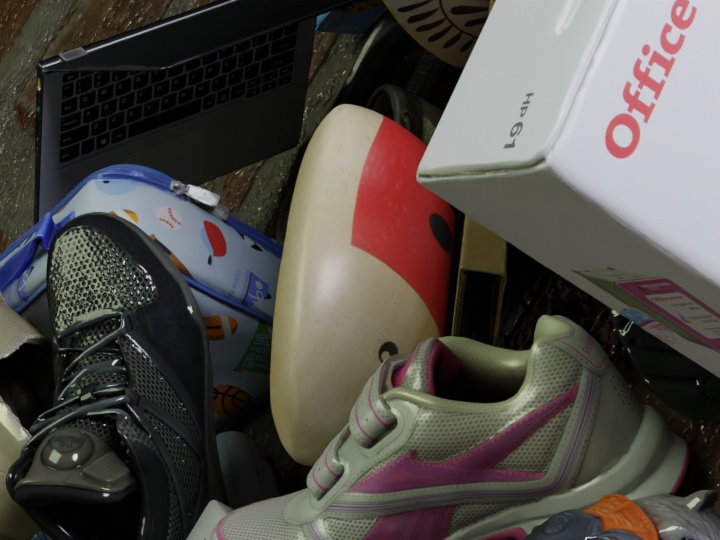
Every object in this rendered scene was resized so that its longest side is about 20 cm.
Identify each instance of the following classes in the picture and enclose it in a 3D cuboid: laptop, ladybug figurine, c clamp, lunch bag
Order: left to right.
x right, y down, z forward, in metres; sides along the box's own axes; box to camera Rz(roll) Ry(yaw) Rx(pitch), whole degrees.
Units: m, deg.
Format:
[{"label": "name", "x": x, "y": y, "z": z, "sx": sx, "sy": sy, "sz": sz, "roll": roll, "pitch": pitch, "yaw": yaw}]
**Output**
[{"label": "lunch bag", "x": -0.129, "y": 0.027, "z": 1.162, "sx": 0.200, "sy": 0.160, "sz": 0.076, "roll": -38, "pitch": 34, "yaw": 38}, {"label": "laptop", "x": -0.067, "y": -0.087, "z": 1.153, "sx": 0.116, "sy": 0.186, "sz": 0.201, "roll": 44, "pitch": 142, "yaw": 32}, {"label": "ladybug figurine", "x": 0.005, "y": 0.004, "z": 0.945, "sx": 0.201, "sy": 0.071, "sz": 0.137, "roll": -81, "pitch": -6, "yaw": -53}, {"label": "c clamp", "x": 0.017, "y": -0.093, "z": 1.182, "sx": 0.201, "sy": 0.027, "sz": 0.171, "roll": -61, "pitch": 24, "yaw": -3}]

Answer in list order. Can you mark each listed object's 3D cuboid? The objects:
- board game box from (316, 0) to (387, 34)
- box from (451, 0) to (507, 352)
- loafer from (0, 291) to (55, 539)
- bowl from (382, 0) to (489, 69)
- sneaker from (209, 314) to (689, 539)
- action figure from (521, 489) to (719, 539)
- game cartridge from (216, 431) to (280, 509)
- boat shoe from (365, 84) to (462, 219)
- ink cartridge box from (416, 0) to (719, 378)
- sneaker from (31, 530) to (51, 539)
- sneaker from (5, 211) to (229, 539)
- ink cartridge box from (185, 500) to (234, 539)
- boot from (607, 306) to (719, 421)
[{"label": "board game box", "x": 0.015, "y": -0.235, "z": 1.214, "sx": 0.200, "sy": 0.036, "sz": 0.153, "roll": 151, "pitch": 121, "yaw": -71}, {"label": "box", "x": 0.056, "y": -0.026, "z": 0.938, "sx": 0.164, "sy": 0.021, "sz": 0.201, "roll": 93, "pitch": -175, "yaw": -51}, {"label": "loafer", "x": -0.186, "y": 0.042, "z": 1.072, "sx": 0.068, "sy": 0.076, "sz": 0.201, "roll": -28, "pitch": 69, "yaw": 16}, {"label": "bowl", "x": 0.082, "y": -0.201, "z": 1.018, "sx": 0.094, "sy": 0.201, "sz": 0.202, "roll": -6, "pitch": 55, "yaw": 39}, {"label": "sneaker", "x": 0.023, "y": 0.072, "z": 0.839, "sx": 0.199, "sy": 0.089, "sz": 0.081, "roll": -22, "pitch": 16, "yaw": 16}, {"label": "action figure", "x": 0.069, "y": 0.140, "z": 0.716, "sx": 0.193, "sy": 0.105, "sz": 0.199, "roll": -37, "pitch": 21, "yaw": -31}, {"label": "game cartridge", "x": -0.107, "y": 0.191, "z": 1.090, "sx": 0.200, "sy": 0.041, "sz": 0.133, "roll": -52, "pitch": 30, "yaw": 15}, {"label": "boat shoe", "x": 0.001, "y": -0.001, "z": 1.064, "sx": 0.072, "sy": 0.066, "sz": 0.202, "roll": -19, "pitch": 46, "yaw": 54}, {"label": "ink cartridge box", "x": 0.137, "y": -0.047, "z": 0.707, "sx": 0.084, "sy": 0.199, "sz": 0.145, "roll": 1, "pitch": 62, "yaw": 61}, {"label": "sneaker", "x": -0.157, "y": 0.128, "z": 1.163, "sx": 0.085, "sy": 0.077, "sz": 0.200, "roll": -43, "pitch": -2, "yaw": -26}, {"label": "sneaker", "x": -0.118, "y": 0.058, "z": 1.001, "sx": 0.076, "sy": 0.114, "sz": 0.201, "roll": -16, "pitch": 72, "yaw": 15}, {"label": "ink cartridge box", "x": -0.042, "y": 0.205, "z": 0.896, "sx": 0.146, "sy": 0.083, "sz": 0.200, "roll": -58, "pitch": 26, "yaw": 2}, {"label": "boot", "x": 0.121, "y": -0.044, "z": 0.872, "sx": 0.076, "sy": 0.202, "sz": 0.168, "roll": -17, "pitch": -1, "yaw": 5}]
